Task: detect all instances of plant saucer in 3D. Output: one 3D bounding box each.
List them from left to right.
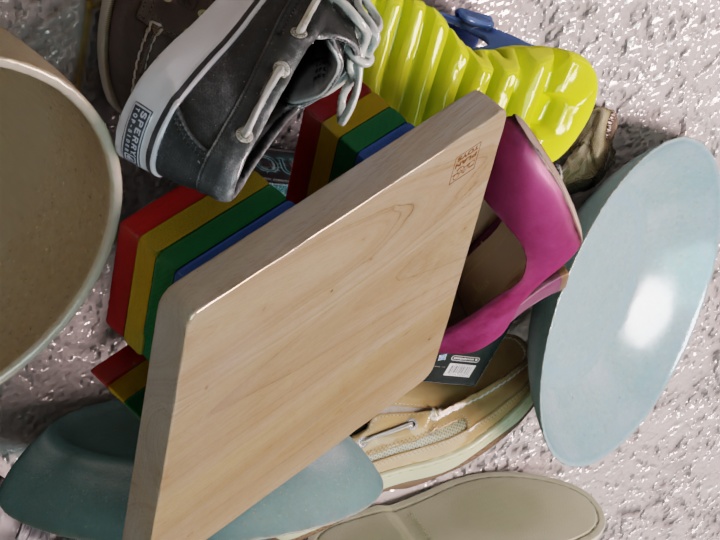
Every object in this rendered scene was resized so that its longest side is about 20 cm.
[{"bbox_3d":[-0.088,0.096,1.347,0.199,0.200,0.036,-8,103,-32],"label":"plant saucer"},{"bbox_3d":[0.143,0.013,1.504,0.201,0.039,0.202,-37,138,-42],"label":"plant saucer"}]

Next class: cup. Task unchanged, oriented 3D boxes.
[{"bbox_3d":[-0.222,-0.049,1.115,0.200,0.143,0.201,-22,139,-20],"label":"cup"}]

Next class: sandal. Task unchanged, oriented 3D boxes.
[{"bbox_3d":[0.024,-0.101,1.292,0.200,0.087,0.080,14,106,-47],"label":"sandal"}]

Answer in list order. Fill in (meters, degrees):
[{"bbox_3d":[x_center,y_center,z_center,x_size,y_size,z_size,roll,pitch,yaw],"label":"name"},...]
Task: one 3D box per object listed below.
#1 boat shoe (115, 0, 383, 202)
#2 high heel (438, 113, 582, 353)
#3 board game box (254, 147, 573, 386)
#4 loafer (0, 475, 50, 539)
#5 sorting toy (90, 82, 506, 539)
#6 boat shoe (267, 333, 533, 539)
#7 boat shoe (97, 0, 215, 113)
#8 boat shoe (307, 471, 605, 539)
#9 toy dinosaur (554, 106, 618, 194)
[{"bbox_3d":[-0.027,-0.100,1.137,0.199,0.068,0.074,-50,163,-46],"label":"boat shoe"},{"bbox_3d":[0.055,-0.008,1.296,0.096,0.068,0.200,-27,155,-6],"label":"high heel"},{"bbox_3d":[0.000,0.000,1.384,0.199,0.028,0.135,7,132,-28],"label":"board game box"},{"bbox_3d":[-0.259,0.174,1.372,0.200,0.073,0.072,-44,133,-7],"label":"loafer"},{"bbox_3d":[-0.041,0.016,1.214,0.200,0.070,0.199,-34,154,-33],"label":"sorting toy"},{"bbox_3d":[0.014,0.082,1.489,0.200,0.072,0.076,-30,124,-16],"label":"boat shoe"},{"bbox_3d":[-0.065,-0.141,1.210,0.072,0.060,0.200,0,128,-38],"label":"boat shoe"},{"bbox_3d":[0.055,0.179,1.608,0.199,0.075,0.066,-13,137,-27],"label":"boat shoe"},{"bbox_3d":[0.060,-0.038,1.424,0.199,0.048,0.088,-30,147,-5],"label":"toy dinosaur"}]
